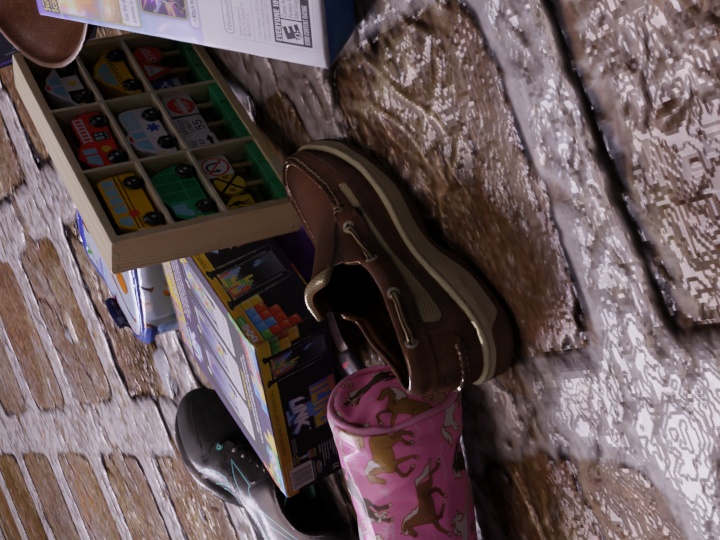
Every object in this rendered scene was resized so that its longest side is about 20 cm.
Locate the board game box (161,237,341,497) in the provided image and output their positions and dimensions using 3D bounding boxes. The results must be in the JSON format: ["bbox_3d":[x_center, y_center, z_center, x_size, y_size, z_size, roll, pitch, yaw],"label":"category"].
[{"bbox_3d":[-0.077,0.037,1.094,0.166,0.057,0.200,54,163,31],"label":"board game box"}]

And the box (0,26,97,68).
[{"bbox_3d":[-0.260,-0.258,1.194,0.123,0.106,0.200,60,156,16],"label":"box"}]

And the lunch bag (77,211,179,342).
[{"bbox_3d":[-0.172,-0.051,1.216,0.160,0.075,0.200,54,153,34],"label":"lunch bag"}]

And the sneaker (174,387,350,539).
[{"bbox_3d":[-0.069,0.157,1.222,0.200,0.075,0.079,49,138,24],"label":"sneaker"}]

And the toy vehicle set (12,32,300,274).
[{"bbox_3d":[-0.133,-0.084,1.023,0.200,0.124,0.027,56,151,39],"label":"toy vehicle set"}]

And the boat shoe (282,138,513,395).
[{"bbox_3d":[0.000,-0.005,0.893,0.202,0.075,0.075,45,149,42],"label":"boat shoe"}]

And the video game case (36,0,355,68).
[{"bbox_3d":[-0.098,-0.212,0.827,0.180,0.046,0.201,13,135,18],"label":"video game case"}]

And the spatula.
[{"bbox_3d":[-0.013,0.037,1.029,0.201,0.020,0.057,62,153,11],"label":"spatula"}]

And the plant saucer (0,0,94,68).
[{"bbox_3d":[-0.209,-0.228,1.000,0.200,0.037,0.201,38,142,37],"label":"plant saucer"}]

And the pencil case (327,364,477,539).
[{"bbox_3d":[0.036,0.152,0.947,0.087,0.082,0.201,-138,32,-61],"label":"pencil case"}]
